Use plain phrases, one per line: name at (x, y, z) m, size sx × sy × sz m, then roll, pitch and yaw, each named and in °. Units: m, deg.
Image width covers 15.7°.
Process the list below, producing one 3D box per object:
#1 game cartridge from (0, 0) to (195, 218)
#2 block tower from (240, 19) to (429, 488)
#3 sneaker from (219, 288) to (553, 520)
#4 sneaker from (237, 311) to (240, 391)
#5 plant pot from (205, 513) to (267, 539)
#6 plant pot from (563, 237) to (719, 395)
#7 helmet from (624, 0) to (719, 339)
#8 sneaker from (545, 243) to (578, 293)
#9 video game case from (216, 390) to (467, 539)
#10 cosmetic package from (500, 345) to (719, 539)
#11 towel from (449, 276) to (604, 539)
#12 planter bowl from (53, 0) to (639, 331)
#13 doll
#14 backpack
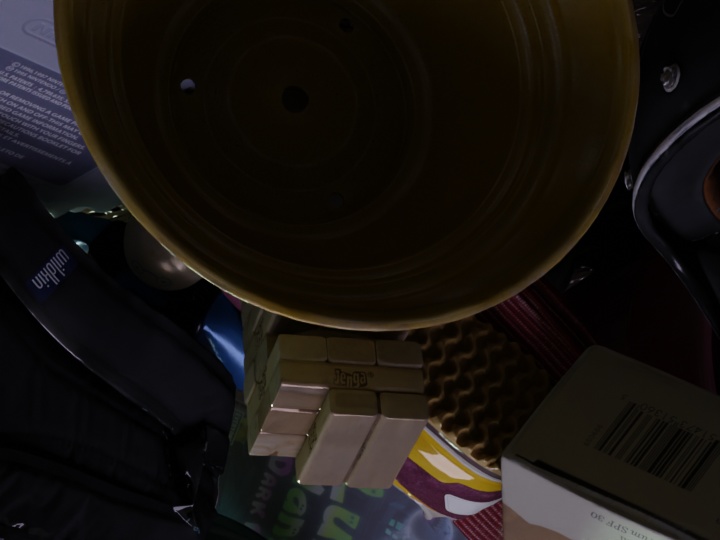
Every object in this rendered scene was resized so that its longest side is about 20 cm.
game cartridge at (-0.138, -0.082, 0.999) m, size 0.133 × 0.041 × 0.199 m, roll -22°, pitch 150°, yaw 37°
block tower at (-0.015, -0.025, 0.951) m, size 0.054 × 0.201 × 0.058 m, roll 4°, pitch 148°, yaw -16°
sneaker at (-0.017, 0.023, 1.026) m, size 0.200 × 0.075 × 0.090 m, roll 45°, pitch 140°, yaw -5°
sneaker at (0.000, 0.000, 1.148) m, size 0.097 × 0.071 × 0.201 m, roll 0°, pitch 155°, yaw -9°
plant pot at (-0.075, 0.202, 1.172) m, size 0.199 × 0.202 × 0.196 m, roll 3°, pitch 173°, yaw -15°
plant pot at (0.171, 0.052, 1.170) m, size 0.199 × 0.201 × 0.179 m, roll 12°, pitch 165°, yaw -31°
helmet at (0.196, -0.049, 0.952) m, size 0.200 × 0.191 × 0.200 m, roll -35°, pitch 174°, yaw -5°
sneaker at (0.057, -0.023, 1.099) m, size 0.073 × 0.081 × 0.200 m, roll -9°, pitch 154°, yaw 8°
video game case at (-0.046, 0.165, 1.315) m, size 0.181 × 0.023 × 0.201 m, roll 24°, pitch 112°, yaw 5°
cosmetic package at (0.115, 0.137, 1.023) m, size 0.105 × 0.071 × 0.201 m, roll 22°, pitch 139°, yaw 27°
towel at (0.077, 0.079, 1.079) m, size 0.200 × 0.023 × 0.144 m, roll 47°, pitch 143°, yaw -7°
planter bowl at (-0.013, -0.069, 0.884) m, size 0.199 × 0.202 × 0.083 m, roll 4°, pitch 165°, yaw -17°
doll at (-0.089, 0.028, 1.152) m, size 0.136 × 0.049 × 0.200 m, roll 34°, pitch 148°, yaw 9°
backpack at (-0.149, 0.053, 1.054) m, size 0.199 × 0.168 × 0.126 m, roll 27°, pitch 171°, yaw -34°
